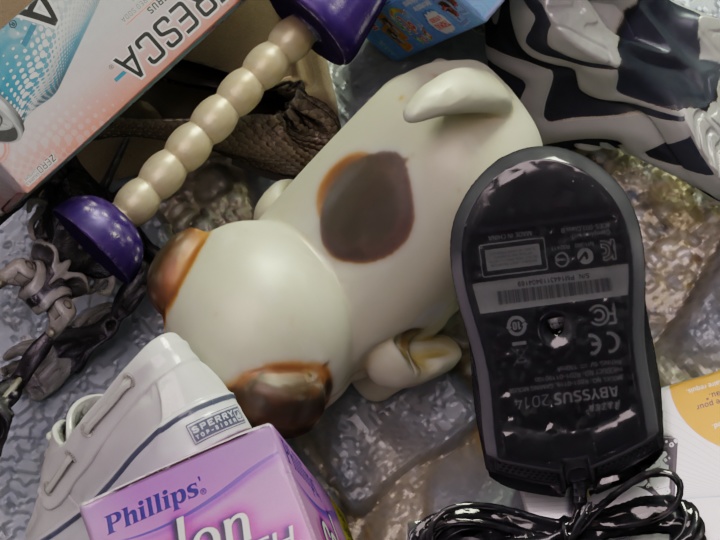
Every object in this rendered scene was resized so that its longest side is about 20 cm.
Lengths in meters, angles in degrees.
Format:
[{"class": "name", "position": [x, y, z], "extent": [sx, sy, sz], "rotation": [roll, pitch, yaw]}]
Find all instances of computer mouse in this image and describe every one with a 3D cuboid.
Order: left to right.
[{"class": "computer mouse", "position": [0.085, 0.043, 1.167], "extent": [0.138, 0.053, 0.201], "rotation": [-2, 96, 6]}]

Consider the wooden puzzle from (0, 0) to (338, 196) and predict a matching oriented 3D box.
[{"class": "wooden puzzle", "position": [-0.120, -0.150, 1.325], "extent": [0.184, 0.037, 0.201], "rotation": [-12, 105, 6]}]

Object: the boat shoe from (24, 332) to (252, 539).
[{"class": "boat shoe", "position": [-0.116, 0.090, 1.219], "extent": [0.073, 0.200, 0.066], "rotation": [-21, 76, -42]}]

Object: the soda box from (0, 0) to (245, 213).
[{"class": "soda box", "position": [-0.117, -0.120, 1.233], "extent": [0.068, 0.064, 0.200], "rotation": [47, 71, -6]}]

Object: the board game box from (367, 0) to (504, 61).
[{"class": "board game box", "position": [0.073, -0.178, 1.261], "extent": [0.037, 0.200, 0.151], "rotation": [41, 83, -7]}]

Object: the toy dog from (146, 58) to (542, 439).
[{"class": "toy dog", "position": [0.000, 0.000, 1.222], "extent": [0.200, 0.194, 0.140], "rotation": [-36, 81, -10]}]

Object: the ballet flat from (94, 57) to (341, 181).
[{"class": "ballet flat", "position": [-0.106, -0.090, 1.285], "extent": [0.199, 0.046, 0.068], "rotation": [14, 54, -5]}]

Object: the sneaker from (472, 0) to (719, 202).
[{"class": "sneaker", "position": [0.137, -0.084, 1.285], "extent": [0.199, 0.129, 0.080], "rotation": [30, 74, -21]}]

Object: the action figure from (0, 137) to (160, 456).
[{"class": "action figure", "position": [-0.169, 0.009, 1.277], "extent": [0.102, 0.200, 0.119], "rotation": [-25, 109, 37]}]

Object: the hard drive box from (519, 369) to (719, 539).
[{"class": "hard drive box", "position": [0.169, 0.156, 1.195], "extent": [0.155, 0.077, 0.201], "rotation": [-17, 70, 5]}]

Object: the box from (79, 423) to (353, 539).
[{"class": "box", "position": [-0.031, 0.196, 1.165], "extent": [0.096, 0.176, 0.201], "rotation": [-24, 69, 2]}]

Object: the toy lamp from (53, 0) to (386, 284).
[{"class": "toy lamp", "position": [-0.062, -0.082, 1.239], "extent": [0.058, 0.058, 0.200], "rotation": [41, 79, 20]}]
